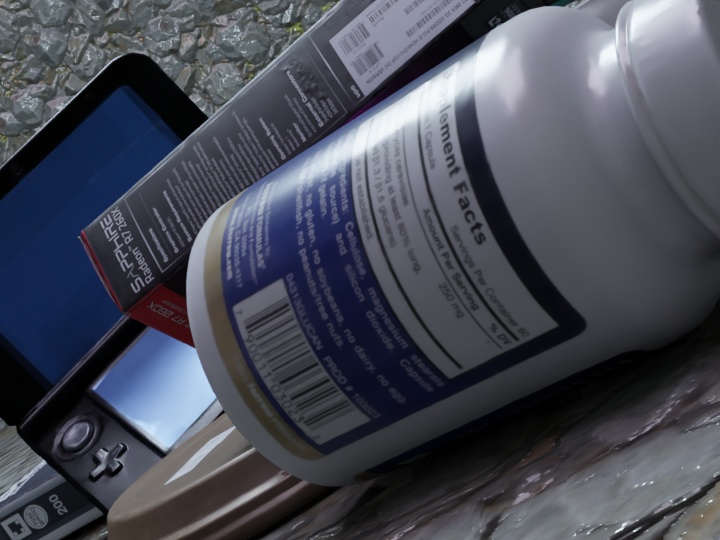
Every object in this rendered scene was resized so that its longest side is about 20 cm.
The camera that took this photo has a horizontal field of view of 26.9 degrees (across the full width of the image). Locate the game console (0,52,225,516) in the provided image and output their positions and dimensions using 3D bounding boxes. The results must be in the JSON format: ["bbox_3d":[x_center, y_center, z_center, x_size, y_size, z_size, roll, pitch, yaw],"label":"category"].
[{"bbox_3d":[-0.119,0.003,0.795,0.200,0.117,0.175,-47,39,-15],"label":"game console"}]

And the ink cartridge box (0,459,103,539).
[{"bbox_3d":[-0.163,0.120,0.951,0.199,0.044,0.198,-32,4,20],"label":"ink cartridge box"}]

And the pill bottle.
[{"bbox_3d":[0.047,-0.014,0.482,0.199,0.112,0.111,-29,5,33],"label":"pill bottle"}]

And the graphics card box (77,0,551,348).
[{"bbox_3d":[0.001,-0.041,0.607,0.200,0.051,0.125,-40,-33,10],"label":"graphics card box"}]

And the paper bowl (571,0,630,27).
[{"bbox_3d":[0.115,-0.073,0.734,0.199,0.105,0.201,-32,5,3],"label":"paper bowl"}]

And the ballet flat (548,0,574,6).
[{"bbox_3d":[0.045,-0.133,0.739,0.199,0.071,0.067,-31,5,29],"label":"ballet flat"}]

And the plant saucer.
[{"bbox_3d":[-0.033,0.071,0.658,0.199,0.030,0.200,-32,5,3],"label":"plant saucer"}]
